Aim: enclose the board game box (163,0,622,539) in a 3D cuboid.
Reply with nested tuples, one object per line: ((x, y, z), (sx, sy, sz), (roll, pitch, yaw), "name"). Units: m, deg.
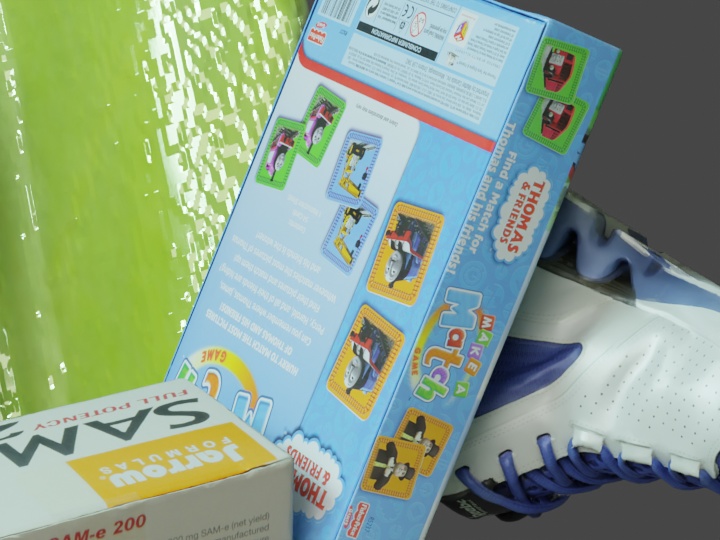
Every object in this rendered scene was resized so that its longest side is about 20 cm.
((0.000, 0.000, 1.005), (0.151, 0.037, 0.200), (30, 98, 59), "board game box")

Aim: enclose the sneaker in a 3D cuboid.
((0.082, 0.048, 0.998), (0.199, 0.081, 0.115), (35, 97, 31), "sneaker")

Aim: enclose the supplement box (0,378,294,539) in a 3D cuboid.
((-0.093, 0.148, 0.963), (0.074, 0.126, 0.200), (32, 127, 50), "supplement box")
